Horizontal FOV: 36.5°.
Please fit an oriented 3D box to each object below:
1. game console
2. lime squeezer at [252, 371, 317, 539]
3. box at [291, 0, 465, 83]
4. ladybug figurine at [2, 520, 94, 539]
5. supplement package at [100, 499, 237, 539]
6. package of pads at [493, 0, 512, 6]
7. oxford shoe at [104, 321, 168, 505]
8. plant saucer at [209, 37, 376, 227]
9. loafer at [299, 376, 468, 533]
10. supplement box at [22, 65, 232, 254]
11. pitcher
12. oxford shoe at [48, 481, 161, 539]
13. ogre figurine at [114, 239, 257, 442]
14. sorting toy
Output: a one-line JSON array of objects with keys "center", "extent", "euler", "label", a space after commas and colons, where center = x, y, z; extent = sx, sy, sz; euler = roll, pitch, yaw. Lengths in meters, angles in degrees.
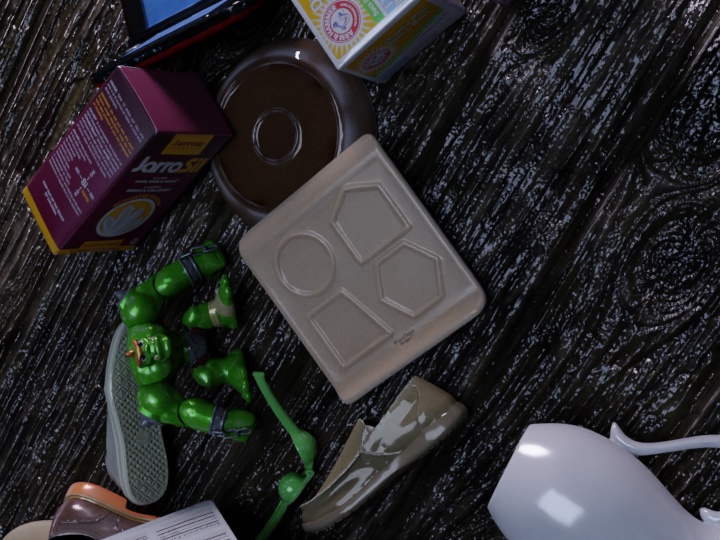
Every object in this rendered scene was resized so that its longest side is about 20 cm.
[{"center": [-0.188, -0.292, 1.103], "extent": [0.199, 0.173, 0.119], "euler": [-20, 110, 26], "label": "game console"}, {"center": [-0.079, 0.202, 1.092], "extent": [0.038, 0.070, 0.202], "euler": [26, 113, 60], "label": "lime squeezer"}, {"center": [-0.011, -0.289, 1.017], "extent": [0.112, 0.101, 0.201], "euler": [-39, 75, 22], "label": "box"}, {"center": [-0.324, 0.339, 1.212], "extent": [0.199, 0.072, 0.137], "euler": [3, 98, 29], "label": "ladybug figurine"}, {"center": [-0.159, 0.352, 1.018], "extent": [0.146, 0.200, 0.193], "euler": [-19, 102, -16], "label": "supplement package"}, {"center": [0.117, -0.349, 0.966], "extent": [0.120, 0.076, 0.201], "euler": [-35, 77, 21], "label": "package of pads"}, {"center": [-0.244, 0.150, 1.174], "extent": [0.058, 0.075, 0.202], "euler": [-3, 90, 55], "label": "oxford shoe"}, {"center": [-0.079, -0.134, 1.098], "extent": [0.199, 0.032, 0.202], "euler": [1, 92, 28], "label": "plant saucer"}, {"center": [0.014, 0.175, 1.042], "extent": [0.200, 0.076, 0.068], "euler": [-41, 74, 12], "label": "loafer"}, {"center": [-0.240, -0.109, 1.117], "extent": [0.200, 0.110, 0.086], "euler": [-43, 70, 31], "label": "supplement box"}, {"center": [0.224, 0.190, 0.920], "extent": [0.199, 0.121, 0.172], "euler": [27, 83, 13], "label": "pitcher"}, {"center": [-0.228, 0.295, 1.137], "extent": [0.199, 0.073, 0.072], "euler": [22, 134, 3], "label": "oxford shoe"}, {"center": [-0.179, 0.081, 1.113], "extent": [0.119, 0.098, 0.202], "euler": [-12, 101, -7], "label": "ogre figurine"}, {"center": [0.000, 0.000, 1.051], "extent": [0.185, 0.036, 0.201], "euler": [-37, 83, 23], "label": "sorting toy"}]
